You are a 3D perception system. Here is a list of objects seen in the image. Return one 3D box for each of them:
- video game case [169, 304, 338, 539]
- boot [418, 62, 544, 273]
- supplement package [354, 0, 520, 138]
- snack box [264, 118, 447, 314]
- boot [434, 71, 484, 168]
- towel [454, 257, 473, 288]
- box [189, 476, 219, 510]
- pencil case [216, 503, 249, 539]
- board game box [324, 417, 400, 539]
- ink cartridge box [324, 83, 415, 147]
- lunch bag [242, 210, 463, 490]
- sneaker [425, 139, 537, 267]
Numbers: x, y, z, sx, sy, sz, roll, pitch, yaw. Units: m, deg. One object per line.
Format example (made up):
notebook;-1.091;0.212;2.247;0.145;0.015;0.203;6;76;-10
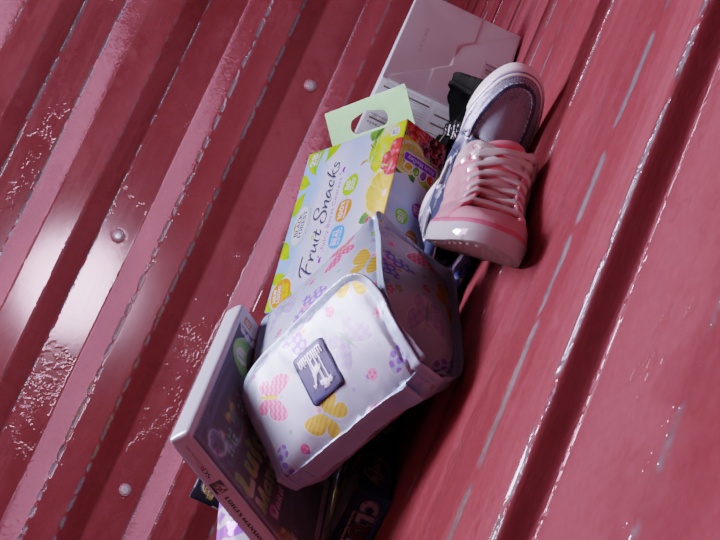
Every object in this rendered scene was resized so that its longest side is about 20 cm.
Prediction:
video game case;-0.081;0.150;0.901;0.023;0.182;0.200;-27;22;20
boot;0.115;-0.089;0.958;0.090;0.073;0.200;-88;19;-56
supplement package;0.105;-0.246;1.366;0.111;0.156;0.200;120;173;-50
snack box;-0.006;-0.042;1.089;0.169;0.068;0.200;-11;56;50
boot;0.112;-0.138;1.166;0.211;0.079;0.158;-86;20;-78
towel;0.037;0.066;1.024;0.200;0.024;0.145;-57;10;-21
box;-0.094;0.216;1.228;0.046;0.159;0.200;-72;6;-70
pencil case;-0.091;0.205;0.996;0.084;0.085;0.200;59;-152;-52
board game box;-0.006;0.210;0.982;0.200;0.035;0.136;-75;10;-69
ink cartridge box;0.016;-0.105;1.233;0.145;0.200;0.048;-12;6;44
lunch bag;-0.007;0.070;0.875;0.170;0.127;0.200;-42;24;24
sneaker;0.102;-0.060;0.832;0.200;0.075;0.105;-53;-18;-87
